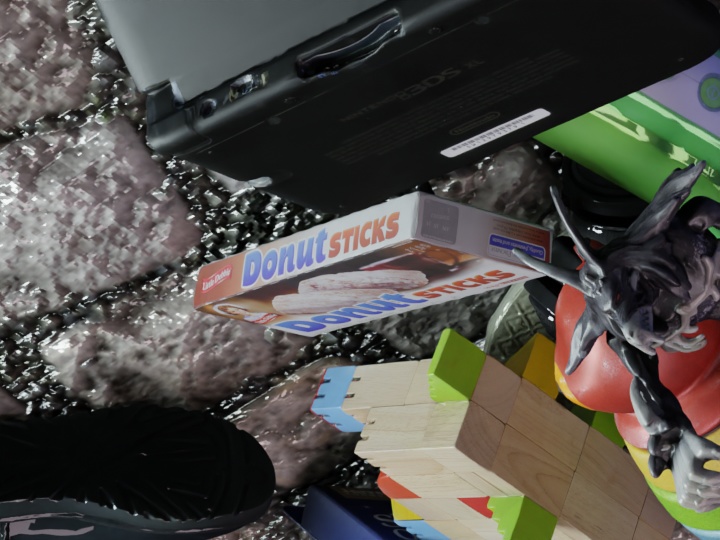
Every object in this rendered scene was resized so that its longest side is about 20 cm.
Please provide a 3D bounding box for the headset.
[{"bbox_3d":[0.115,-0.020,0.982,0.199,0.094,0.124,-1,118,-33],"label":"headset"}]

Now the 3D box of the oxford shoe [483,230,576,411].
[{"bbox_3d":[0.098,0.052,1.083,0.075,0.058,0.201,19,121,-2],"label":"oxford shoe"}]

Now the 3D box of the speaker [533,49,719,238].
[{"bbox_3d":[0.109,-0.082,0.842,0.199,0.089,0.089,27,127,-18],"label":"speaker"}]

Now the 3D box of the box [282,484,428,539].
[{"bbox_3d":[0.049,0.157,1.112,0.121,0.200,0.033,7,100,-30],"label":"box"}]

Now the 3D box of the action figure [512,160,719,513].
[{"bbox_3d":[0.162,0.031,0.813,0.199,0.102,0.119,20,118,-13],"label":"action figure"}]

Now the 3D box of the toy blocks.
[{"bbox_3d":[0.062,0.104,1.017,0.200,0.100,0.136,36,154,-30],"label":"toy blocks"}]

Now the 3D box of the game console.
[{"bbox_3d":[0.007,-0.121,0.753,0.199,0.117,0.176,-22,154,33],"label":"game console"}]

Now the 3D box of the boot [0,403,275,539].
[{"bbox_3d":[-0.153,0.154,1.081,0.199,0.077,0.169,0,136,-12],"label":"boot"}]

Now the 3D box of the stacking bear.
[{"bbox_3d":[0.165,0.065,0.931,0.114,0.122,0.200,-39,117,15],"label":"stacking bear"}]

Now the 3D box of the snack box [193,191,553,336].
[{"bbox_3d":[0.000,0.000,0.914,0.072,0.024,0.200,13,164,-30],"label":"snack box"}]
